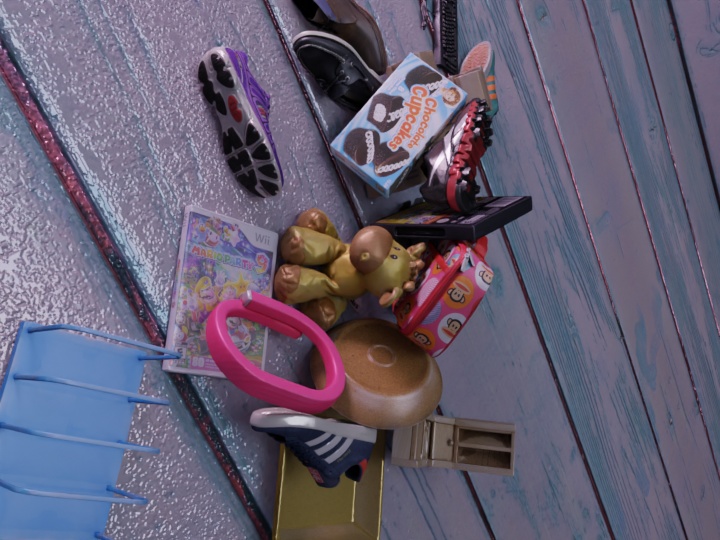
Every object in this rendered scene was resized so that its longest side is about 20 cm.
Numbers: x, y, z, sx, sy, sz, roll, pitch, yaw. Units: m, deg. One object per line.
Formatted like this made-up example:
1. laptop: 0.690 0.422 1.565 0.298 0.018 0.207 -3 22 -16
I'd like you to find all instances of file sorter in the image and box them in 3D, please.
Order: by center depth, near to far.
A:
1. file sorter: -0.273 0.164 0.614 0.137 0.121 0.205 24 68 -41

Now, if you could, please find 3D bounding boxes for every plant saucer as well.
1. plant saucer: -0.048 0.283 0.885 0.197 0.048 0.206 17 72 -44
2. plant saucer: 0.027 0.131 0.894 0.199 0.198 0.036 -32 147 -43

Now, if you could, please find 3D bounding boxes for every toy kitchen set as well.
1. toy kitchen set: 0.148 0.217 0.956 0.200 0.176 0.168 51 44 -70
2. toy kitchen set: 0.099 -0.250 1.022 0.179 0.161 0.205 -25 102 -44

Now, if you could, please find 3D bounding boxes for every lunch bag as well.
1. lunch bag: 0.124 0.016 0.923 0.081 0.200 0.178 35 100 -10

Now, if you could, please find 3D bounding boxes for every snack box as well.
1. snack box: 0.059 -0.223 0.963 0.115 0.037 0.201 37 79 12

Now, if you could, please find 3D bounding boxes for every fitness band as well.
1. fitness band: -0.100 0.101 0.783 0.198 0.037 0.145 27 30 -35

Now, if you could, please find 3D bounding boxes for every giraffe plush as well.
1. giraffe plush: 0.000 0.000 0.885 0.199 0.160 0.177 30 61 -43

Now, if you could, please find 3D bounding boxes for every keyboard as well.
1. keyboard: 0.156 -0.495 1.230 0.125 0.020 0.206 9 77 -46

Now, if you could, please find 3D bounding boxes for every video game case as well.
1. video game case: -0.174 0.034 0.810 0.141 0.018 0.206 17 72 -43
2. video game case: 0.141 -0.082 0.963 0.198 0.178 0.026 -25 113 -48

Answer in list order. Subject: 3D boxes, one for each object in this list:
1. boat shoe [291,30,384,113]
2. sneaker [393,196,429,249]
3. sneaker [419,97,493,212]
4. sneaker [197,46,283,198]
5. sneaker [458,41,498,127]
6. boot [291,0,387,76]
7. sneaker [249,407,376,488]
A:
1. boat shoe: -0.028 -0.291 0.970 0.198 0.073 0.068 26 54 -51
2. sneaker: 0.102 -0.013 1.075 0.104 0.059 0.203 -35 106 -39
3. sneaker: 0.142 -0.179 0.954 0.071 0.096 0.204 47 54 -46
4. sneaker: -0.140 -0.199 0.839 0.083 0.079 0.205 -30 105 -50
5. sneaker: 0.241 -0.356 1.268 0.079 0.070 0.205 27 70 -45
6. boot: -0.038 -0.382 0.983 0.097 0.074 0.202 -38 102 -31
7. sneaker: -0.059 0.228 0.798 0.197 0.074 0.087 22 76 -38
